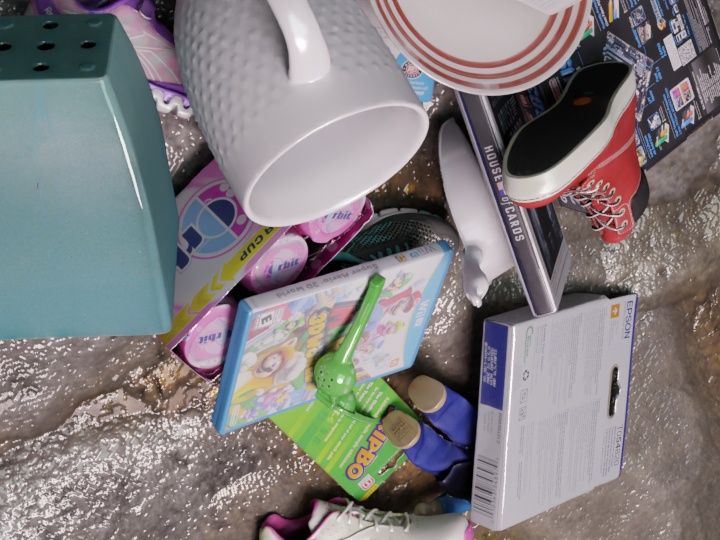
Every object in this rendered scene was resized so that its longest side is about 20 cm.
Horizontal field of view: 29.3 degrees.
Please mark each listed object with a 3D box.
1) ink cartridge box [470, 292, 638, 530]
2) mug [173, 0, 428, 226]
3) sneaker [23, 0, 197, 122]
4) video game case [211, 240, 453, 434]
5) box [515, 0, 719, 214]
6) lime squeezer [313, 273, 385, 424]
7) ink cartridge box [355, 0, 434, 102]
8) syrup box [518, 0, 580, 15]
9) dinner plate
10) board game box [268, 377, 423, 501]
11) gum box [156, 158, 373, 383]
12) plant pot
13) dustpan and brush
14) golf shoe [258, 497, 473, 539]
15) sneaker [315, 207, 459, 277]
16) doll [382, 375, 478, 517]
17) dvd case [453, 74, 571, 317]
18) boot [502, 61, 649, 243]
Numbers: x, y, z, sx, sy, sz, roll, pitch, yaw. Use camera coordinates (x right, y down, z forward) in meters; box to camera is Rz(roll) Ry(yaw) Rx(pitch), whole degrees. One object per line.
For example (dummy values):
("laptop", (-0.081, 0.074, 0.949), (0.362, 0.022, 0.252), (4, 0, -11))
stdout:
("ink cartridge box", (0.183, 0.125, 1.295), (0.200, 0.041, 0.200), (-10, 108, -45))
("mug", (-0.056, -0.153, 0.968), (0.148, 0.175, 0.200), (-26, 161, -9))
("sneaker", (-0.169, -0.170, 1.049), (0.200, 0.080, 0.089), (15, 94, -26))
("video game case", (-0.022, 0.054, 1.124), (0.200, 0.018, 0.143), (-17, 141, -33))
("box", (0.226, -0.184, 1.208), (0.198, 0.050, 0.200), (-37, 119, -17))
("lime squeezer", (-0.012, 0.087, 1.138), (0.200, 0.038, 0.071), (91, 23, -50))
("ink cartridge box", (0.009, -0.242, 1.100), (0.115, 0.068, 0.200), (1, 108, -26))
("syrup box", (0.086, -0.269, 1.007), (0.200, 0.081, 0.079), (21, 75, -21))
("dinner plate", (0.089, -0.232, 1.061), (0.200, 0.024, 0.200), (2, 85, -24))
("board game box", (-0.021, 0.123, 1.227), (0.096, 0.030, 0.200), (-44, 127, -3))
("gum box", (-0.094, -0.025, 1.099), (0.200, 0.114, 0.066), (-46, 141, -2))
("plant pot", (-0.209, -0.074, 0.976), (0.141, 0.141, 0.200), (-2, 128, -3))
("dustpan and brush", (0.096, -0.029, 1.149), (0.057, 0.200, 0.140), (-24, 118, 3))
("golf shoe", (0.001, 0.245, 1.249), (0.200, 0.075, 0.092), (-16, 103, 2))
("sneaker", (0.000, 0.000, 1.169), (0.200, 0.091, 0.078), (-12, 113, -19))
("doll", (0.095, 0.178, 1.286), (0.136, 0.048, 0.200), (-53, 133, -5))
("dvd case", (0.131, -0.076, 1.149), (0.025, 0.150, 0.200), (-16, 102, 18))
("boot", (0.183, -0.065, 1.113), (0.200, 0.072, 0.144), (-45, 129, -46))
